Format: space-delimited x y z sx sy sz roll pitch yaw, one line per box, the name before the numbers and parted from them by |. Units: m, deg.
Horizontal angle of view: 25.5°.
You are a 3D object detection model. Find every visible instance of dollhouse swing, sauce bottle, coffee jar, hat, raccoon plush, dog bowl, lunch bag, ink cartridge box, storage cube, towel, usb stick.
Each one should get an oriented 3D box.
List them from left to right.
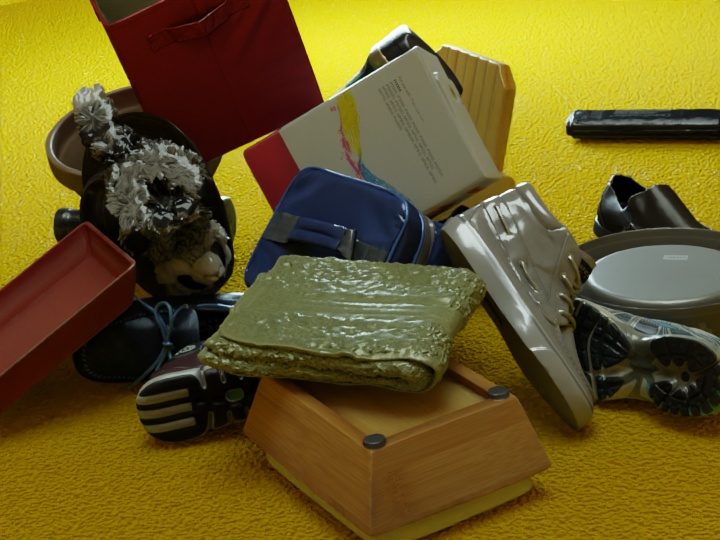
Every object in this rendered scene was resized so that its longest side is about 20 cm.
hat | -0.213 -0.044 1.515 0.199 0.203 0.081 8 29 32
sauce bottle | -0.236 -0.048 1.726 0.197 0.066 0.065 -2 20 15
raccoon plush | -0.179 -0.070 1.442 0.096 0.134 0.202 -23 65 -3
storage cube | -0.158 -0.231 1.566 0.169 0.181 0.200 -25 36 -5
towel | -0.012 0.039 1.212 0.198 0.037 0.149 2 31 23
lunch bag | 0.000 0.000 1.365 0.132 0.137 0.199 29 -6 -39
coffee jar | 0.009 -0.157 1.665 0.200 0.104 0.085 -43 19 11
ink cartridge box | 0.016 -0.104 1.545 0.199 0.146 0.145 -30 -2 12
dollhouse swing | 0.057 -0.134 1.714 0.180 0.178 0.200 -14 23 -22
usb stick | 0.355 -0.181 1.967 0.197 0.033 0.056 2 29 19
dog bowl | 0.272 0.022 1.410 0.197 0.059 0.200 -4 21 2

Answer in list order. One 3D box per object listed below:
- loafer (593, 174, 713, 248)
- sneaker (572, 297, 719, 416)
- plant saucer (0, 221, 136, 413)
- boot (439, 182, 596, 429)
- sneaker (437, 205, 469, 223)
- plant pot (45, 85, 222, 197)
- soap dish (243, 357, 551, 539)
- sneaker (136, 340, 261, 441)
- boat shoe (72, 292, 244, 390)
loafer | 0.291 -0.047 1.569 0.072 0.072 0.200 -15 22 -23
sneaker | 0.233 0.074 1.291 0.086 0.079 0.199 0 14 -44
plant saucer | -0.289 0.048 1.406 0.200 0.037 0.199 -41 24 -9
boot | 0.152 0.021 1.267 0.095 0.201 0.074 -30 -17 -9
sneaker | 0.081 -0.018 1.519 0.197 0.090 0.079 -11 20 0
plant pot | -0.225 -0.113 1.676 0.198 0.094 0.202 -7 33 5
soap dish | 0.022 0.118 1.186 0.156 0.082 0.199 -17 25 -27
sneaker | -0.089 0.081 1.329 0.197 0.077 0.116 -7 16 -5
boat shoe | -0.155 0.052 1.403 0.198 0.085 0.068 -18 14 -24
